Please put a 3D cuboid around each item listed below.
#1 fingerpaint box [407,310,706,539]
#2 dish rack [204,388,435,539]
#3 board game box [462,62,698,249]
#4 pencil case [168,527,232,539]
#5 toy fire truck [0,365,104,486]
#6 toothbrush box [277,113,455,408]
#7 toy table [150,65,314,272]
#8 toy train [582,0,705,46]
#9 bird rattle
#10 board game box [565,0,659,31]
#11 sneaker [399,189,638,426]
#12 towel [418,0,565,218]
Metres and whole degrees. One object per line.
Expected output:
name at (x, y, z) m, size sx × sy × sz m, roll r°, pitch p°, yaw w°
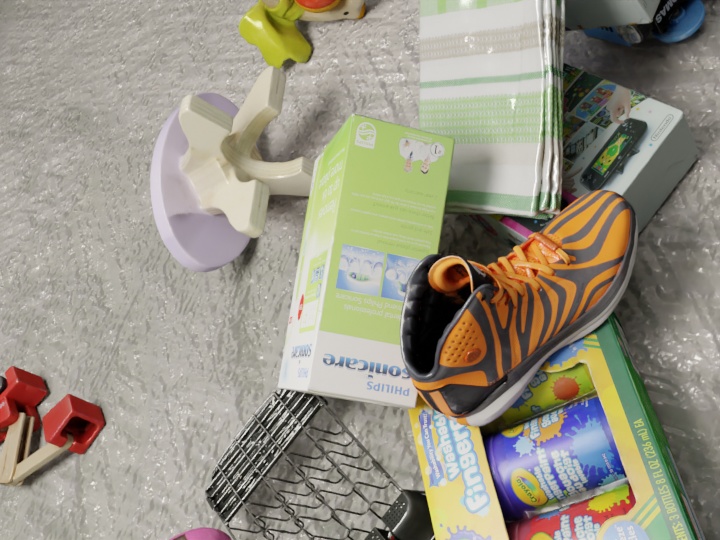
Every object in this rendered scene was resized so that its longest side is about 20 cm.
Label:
fingerpaint box at (0.130, 0.138, 0.590) m, size 0.166 × 0.073 × 0.202 m, roll -25°, pitch 53°, yaw 20°
dish rack at (-0.041, 0.192, 0.691) m, size 0.154 × 0.055 × 0.200 m, roll -50°, pitch 47°, yaw -1°
board game box at (0.154, -0.094, 0.709) m, size 0.148 × 0.064 × 0.200 m, roll -52°, pitch 48°, yaw 0°
pencil case at (-0.118, 0.312, 0.656) m, size 0.093 × 0.091 × 0.201 m, roll -18°, pitch 50°, yaw -13°
toy fire truck at (-0.382, 0.186, 0.924) m, size 0.200 × 0.049 × 0.141 m, roll -45°, pitch 50°, yaw 5°
toothbrush box at (0.000, 0.000, 0.658) m, size 0.146 × 0.085 × 0.203 m, roll 157°, pitch 122°, yaw -75°
toy table at (-0.128, -0.108, 0.842) m, size 0.116 × 0.183 × 0.202 m, roll -21°, pitch 66°, yaw 42°
toy train at (0.268, -0.285, 0.724) m, size 0.201 × 0.087 × 0.114 m, roll -53°, pitch 43°, yaw -1°
bird rattle at (-0.072, -0.323, 0.910) m, size 0.161 × 0.200 × 0.114 m, roll 0°, pitch 66°, yaw 6°
board game box at (0.198, -0.307, 0.662) m, size 0.102 × 0.105 × 0.202 m, roll 12°, pitch 72°, yaw 49°
sneaker at (0.105, 0.008, 0.560) m, size 0.201 × 0.112 × 0.077 m, roll -51°, pitch 44°, yaw -6°
towel at (0.093, -0.143, 0.650) m, size 0.148 × 0.030 × 0.203 m, roll 7°, pitch 102°, yaw 50°
